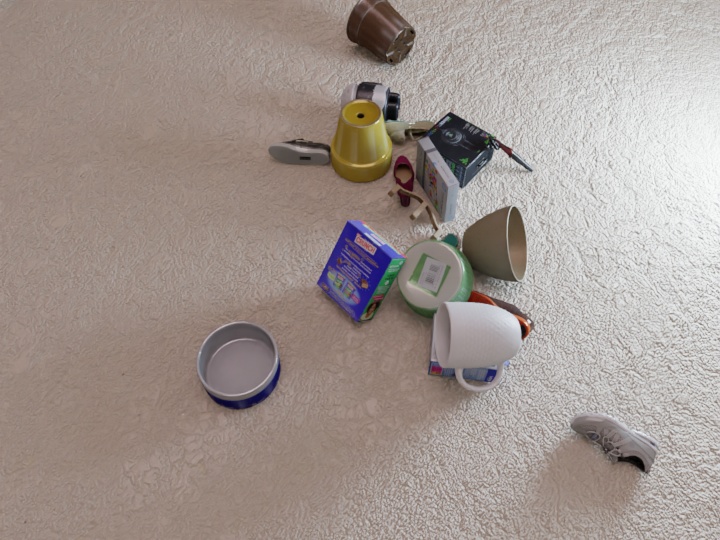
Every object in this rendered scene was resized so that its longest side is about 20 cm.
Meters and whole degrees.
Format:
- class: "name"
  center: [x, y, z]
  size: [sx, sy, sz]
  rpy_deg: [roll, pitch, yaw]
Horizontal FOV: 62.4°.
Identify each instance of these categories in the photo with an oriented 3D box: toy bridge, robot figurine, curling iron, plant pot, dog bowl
- class: "toy bridge"
  center: [0.168, -0.173, 1.711]
  size: [0.200, 0.027, 0.067]
  rpy_deg: [46, 63, -2]
- class: "robot figurine"
  center: [0.032, -0.550, 1.968]
  size: [0.196, 0.127, 0.151]
  rpy_deg: [8, 25, 6]
- class: "curling iron"
  center: [0.457, -0.354, 1.828]
  size: [0.198, 0.025, 0.050]
  rpy_deg: [26, 67, -25]
- class: "plant pot"
  center: [0.002, -0.409, 1.827]
  size: [0.196, 0.190, 0.204]
  rpy_deg: [-1, 55, 1]
- class: "dog bowl"
  center: [-0.294, 0.229, 1.448]
  size: [0.196, 0.079, 0.203]
  rpy_deg: [0, 54, 1]
- class: "plant pot"
  center: [0.084, -0.865, 2.157]
  size: [0.199, 0.201, 0.198]
  rpy_deg: [-37, 70, -23]

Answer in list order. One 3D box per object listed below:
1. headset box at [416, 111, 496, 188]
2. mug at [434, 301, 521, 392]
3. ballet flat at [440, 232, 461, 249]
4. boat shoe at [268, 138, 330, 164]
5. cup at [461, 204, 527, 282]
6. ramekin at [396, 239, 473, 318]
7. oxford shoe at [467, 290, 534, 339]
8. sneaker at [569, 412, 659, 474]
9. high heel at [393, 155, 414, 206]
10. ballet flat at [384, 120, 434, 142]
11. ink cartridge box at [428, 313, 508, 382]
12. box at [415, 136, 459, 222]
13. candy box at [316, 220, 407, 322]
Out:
- class: "headset box"
  center: [0.304, -0.375, 1.858]
  size: [0.199, 0.093, 0.174]
  rpy_deg: [36, 63, 22]
- class: "mug"
  center: [0.271, 0.175, 1.366]
  size: [0.171, 0.148, 0.205]
  rpy_deg: [2, 86, -7]
- class: "ballet flat"
  center: [0.204, -0.014, 1.615]
  size: [0.200, 0.072, 0.072]
  rpy_deg: [-45, 61, 5]
- class: "boat shoe"
  center: [-0.192, -0.381, 1.886]
  size: [0.196, 0.071, 0.065]
  rpy_deg: [8, 55, -4]
- class: "cup"
  center: [0.356, -0.065, 1.601]
  size: [0.141, 0.201, 0.203]
  rpy_deg: [-6, 49, 30]
- class: "ramekin"
  center: [0.186, 0.018, 1.528]
  size: [0.196, 0.098, 0.205]
  rpy_deg: [-3, 79, 17]
- class: "oxford shoe"
  center: [0.357, 0.109, 1.547]
  size: [0.199, 0.072, 0.072]
  rpy_deg: [34, 33, 25]
- class: "sneaker"
  center: [0.566, 0.384, 1.332]
  size: [0.197, 0.075, 0.083]
  rpy_deg: [20, 55, 13]
- class: "high heel"
  center: [0.134, -0.297, 1.802]
  size: [0.066, 0.097, 0.203]
  rpy_deg: [-7, 55, 1]
- class: "ballet flat"
  center: [0.152, -0.450, 1.927]
  size: [0.196, 0.070, 0.070]
  rpy_deg: [-8, 54, -14]
- class: "ink cartridge box"
  center: [0.271, 0.193, 1.469]
  size: [0.196, 0.077, 0.139]
  rpy_deg: [6, 56, 6]
- class: "box"
  center: [0.222, -0.266, 1.744]
  size: [0.040, 0.157, 0.202]
  rpy_deg: [-20, 57, -11]
- class: "candy box"
  center: [0.000, 0.000, 1.534]
  size: [0.169, 0.202, 0.076]
  rpy_deg: [41, 27, 26]
